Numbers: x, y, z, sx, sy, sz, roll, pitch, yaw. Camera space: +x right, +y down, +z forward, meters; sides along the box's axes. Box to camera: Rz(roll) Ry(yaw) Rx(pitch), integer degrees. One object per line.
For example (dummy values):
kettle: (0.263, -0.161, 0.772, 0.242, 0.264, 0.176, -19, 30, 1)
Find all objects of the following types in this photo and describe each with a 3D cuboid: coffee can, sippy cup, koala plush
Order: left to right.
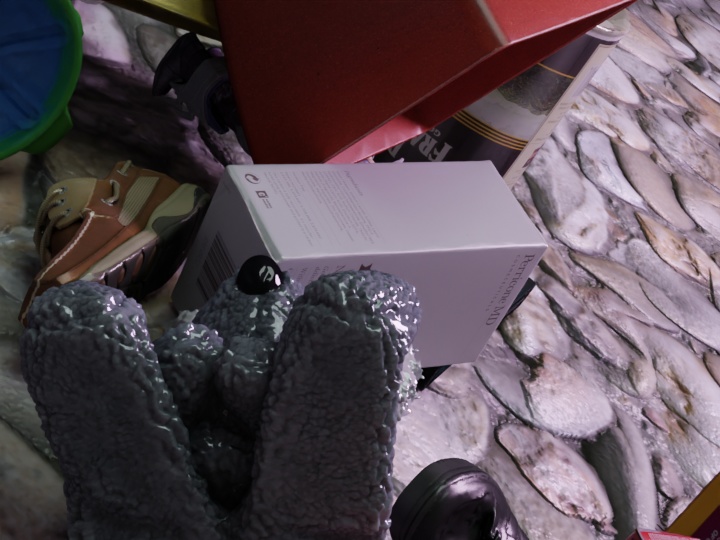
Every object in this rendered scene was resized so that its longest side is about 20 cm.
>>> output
sippy cup: (-0.247, -0.150, 0.892, 0.138, 0.179, 0.130, -15, 39, -22)
koala plush: (-0.053, 0.068, 0.742, 0.175, 0.186, 0.200, -2, 17, 4)
coffee can: (0.098, -0.156, 1.206, 0.145, 0.201, 0.147, 27, 28, -16)

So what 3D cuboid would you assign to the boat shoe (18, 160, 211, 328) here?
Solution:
boat shoe: (-0.149, -0.012, 0.850, 0.073, 0.076, 0.200, 31, 19, 2)

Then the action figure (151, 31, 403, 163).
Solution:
action figure: (-0.052, -0.081, 1.039, 0.200, 0.070, 0.130, 41, 25, 21)

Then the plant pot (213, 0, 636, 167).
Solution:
plant pot: (0.020, -0.185, 0.940, 0.199, 0.199, 0.177, -27, 88, -52)

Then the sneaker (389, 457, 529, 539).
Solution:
sneaker: (0.089, 0.171, 0.778, 0.104, 0.060, 0.200, 38, -10, 35)

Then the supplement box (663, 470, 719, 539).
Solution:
supplement box: (0.283, 0.229, 0.924, 0.130, 0.104, 0.201, 14, 34, -35)

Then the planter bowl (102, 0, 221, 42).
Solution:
planter bowl: (-0.139, -0.214, 1.002, 0.198, 0.084, 0.200, 19, 4, -1)

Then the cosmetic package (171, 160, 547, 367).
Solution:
cosmetic package: (0.000, 0.000, 0.912, 0.198, 0.113, 0.082, -4, 48, -33)

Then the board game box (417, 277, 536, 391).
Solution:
board game box: (0.038, 0.001, 1.080, 0.135, 0.028, 0.200, 42, 28, 9)

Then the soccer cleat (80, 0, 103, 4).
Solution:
soccer cleat: (-0.207, -0.268, 1.180, 0.077, 0.070, 0.201, 18, 30, -36)

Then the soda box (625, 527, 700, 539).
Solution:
soda box: (0.196, 0.244, 0.838, 0.063, 0.070, 0.201, 13, 36, -35)
